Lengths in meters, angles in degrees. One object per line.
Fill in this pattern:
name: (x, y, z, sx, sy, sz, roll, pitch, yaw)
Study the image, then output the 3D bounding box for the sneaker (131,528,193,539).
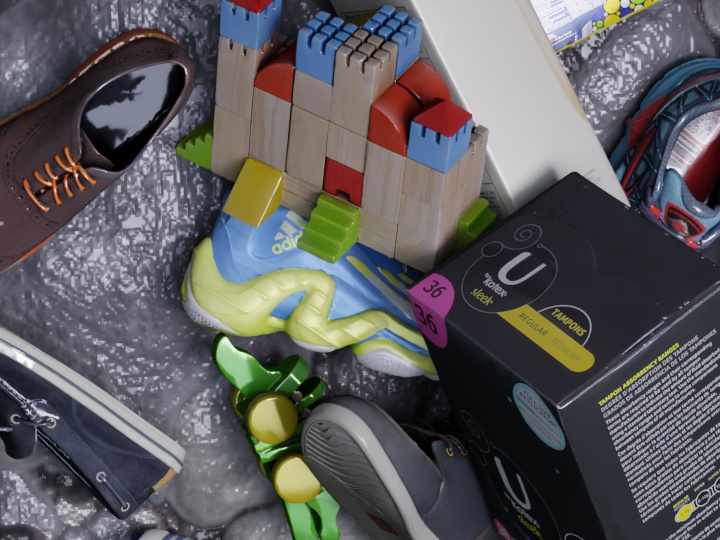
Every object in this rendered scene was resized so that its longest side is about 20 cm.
sneaker: (-0.143, 0.247, 1.753, 0.088, 0.075, 0.200, 29, 86, -5)

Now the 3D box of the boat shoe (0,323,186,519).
boat shoe: (-0.192, 0.076, 1.701, 0.200, 0.075, 0.062, 37, 85, -21)

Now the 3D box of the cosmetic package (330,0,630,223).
cosmetic package: (0.065, -0.105, 1.702, 0.071, 0.105, 0.200, -33, 108, -22)

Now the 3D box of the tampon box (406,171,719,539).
tampon box: (0.138, 0.078, 1.639, 0.126, 0.150, 0.200, -35, 129, -16)

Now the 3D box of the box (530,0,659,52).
box: (0.172, -0.199, 1.730, 0.200, 0.070, 0.064, -26, 106, -7)

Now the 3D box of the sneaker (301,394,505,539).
sneaker: (0.038, 0.104, 1.728, 0.106, 0.075, 0.200, -55, 143, -17)

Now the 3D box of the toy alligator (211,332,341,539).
toy alligator: (-0.028, 0.118, 1.752, 0.054, 0.059, 0.200, -25, 105, -7)

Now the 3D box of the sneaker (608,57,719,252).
sneaker: (0.172, -0.036, 1.748, 0.079, 0.096, 0.200, 28, 93, -15)

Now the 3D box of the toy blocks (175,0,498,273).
toy blocks: (-0.005, -0.090, 1.650, 0.200, 0.100, 0.137, 26, 135, 20)

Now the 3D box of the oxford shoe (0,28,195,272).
oxford shoe: (-0.176, -0.061, 1.678, 0.200, 0.073, 0.071, -45, 106, -1)

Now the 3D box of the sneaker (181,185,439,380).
sneaker: (0.000, 0.000, 1.728, 0.200, 0.076, 0.105, 11, 97, -13)
